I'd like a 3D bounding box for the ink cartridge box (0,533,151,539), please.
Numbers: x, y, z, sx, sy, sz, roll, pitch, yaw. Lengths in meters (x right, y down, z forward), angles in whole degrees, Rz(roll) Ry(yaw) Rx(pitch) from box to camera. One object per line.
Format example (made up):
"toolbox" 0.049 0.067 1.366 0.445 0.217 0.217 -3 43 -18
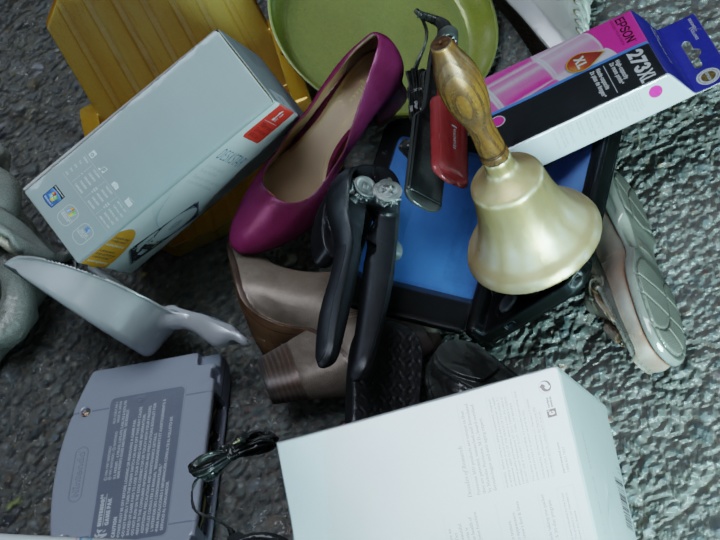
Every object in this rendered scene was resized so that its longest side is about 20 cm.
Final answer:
"ink cartridge box" -0.194 0.270 1.610 0.199 0.088 0.146 -1 67 24

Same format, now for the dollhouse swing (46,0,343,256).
"dollhouse swing" -0.149 -0.151 1.887 0.199 0.176 0.182 -24 47 6

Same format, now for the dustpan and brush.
"dustpan and brush" -0.172 0.035 1.782 0.200 0.140 0.057 30 85 32

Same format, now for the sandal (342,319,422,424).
"sandal" 0.010 0.135 1.656 0.075 0.045 0.201 14 65 -13

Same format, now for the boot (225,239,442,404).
"boot" -0.019 0.024 1.764 0.146 0.070 0.200 -22 48 1

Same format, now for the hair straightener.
"hair straightener" 0.046 -0.123 1.736 0.077 0.041 0.201 -43 37 38

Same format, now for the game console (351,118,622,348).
"game console" 0.094 -0.055 1.708 0.176 0.116 0.201 -34 30 44

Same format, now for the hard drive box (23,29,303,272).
"hard drive box" -0.151 -0.092 1.791 0.200 0.156 0.077 -40 82 7

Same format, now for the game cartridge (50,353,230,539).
"game cartridge" -0.174 0.160 1.746 0.133 0.041 0.201 -8 51 17

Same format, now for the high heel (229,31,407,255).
"high heel" -0.042 -0.103 1.768 0.067 0.096 0.200 34 78 23

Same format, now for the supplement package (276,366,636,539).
"supplement package" 0.071 0.173 1.505 0.199 0.151 0.153 -16 72 14

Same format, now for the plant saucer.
"plant saucer" 0.017 -0.206 1.890 0.199 0.031 0.201 6 60 -11

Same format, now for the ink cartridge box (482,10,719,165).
"ink cartridge box" 0.176 -0.140 1.712 0.199 0.037 0.095 -23 39 3

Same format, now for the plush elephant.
"plush elephant" -0.323 -0.024 1.883 0.200 0.155 0.165 -34 47 -2

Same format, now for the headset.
"headset" -0.059 0.210 1.521 0.094 0.124 0.201 -25 75 -12

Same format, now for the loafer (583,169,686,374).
"loafer" 0.192 0.009 1.671 0.063 0.072 0.201 -32 38 21

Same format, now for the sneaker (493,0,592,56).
"sneaker" 0.167 -0.218 1.852 0.084 0.073 0.200 -27 49 -1

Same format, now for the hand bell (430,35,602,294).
"hand bell" 0.090 -0.088 1.577 0.104 0.200 0.104 -16 42 15

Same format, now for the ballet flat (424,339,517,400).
"ballet flat" 0.119 0.122 1.632 0.066 0.057 0.200 -24 48 -26

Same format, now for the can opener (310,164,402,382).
"can opener" 0.000 0.000 1.659 0.063 0.079 0.201 12 47 -12
